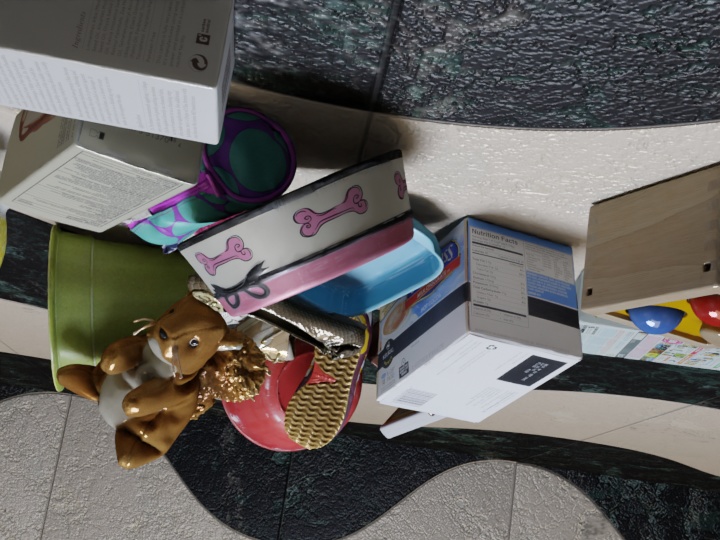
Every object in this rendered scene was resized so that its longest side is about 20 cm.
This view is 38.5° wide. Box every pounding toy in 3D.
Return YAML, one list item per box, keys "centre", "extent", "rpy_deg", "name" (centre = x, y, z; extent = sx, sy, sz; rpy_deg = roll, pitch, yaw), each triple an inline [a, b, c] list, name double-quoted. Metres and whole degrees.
- centre: [0.325, 0.019, 0.878]
  extent: [0.200, 0.143, 0.184]
  rpy_deg: [16, 163, -26]
  name: "pounding toy"

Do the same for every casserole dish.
- centre: [-0.003, -0.014, 1.046]
  extent: [0.121, 0.039, 0.200]
  rpy_deg: [33, 140, -27]
  name: "casserole dish"

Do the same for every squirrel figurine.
- centre: [-0.197, 0.099, 1.145]
  extent: [0.200, 0.142, 0.187]
  rpy_deg: [0, 135, -53]
  name: "squirrel figurine"

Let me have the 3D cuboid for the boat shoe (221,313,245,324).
- centre: [-0.175, 0.045, 1.375]
  extent: [0.069, 0.071, 0.200]
  rpy_deg: [19, 160, -28]
  name: "boat shoe"

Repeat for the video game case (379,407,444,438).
- centre: [0.131, 0.134, 1.330]
  extent: [0.023, 0.182, 0.200]
  rpy_deg: [50, 146, -5]
  name: "video game case"

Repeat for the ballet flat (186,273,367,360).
- centre: [-0.088, 0.049, 1.077]
  extent: [0.200, 0.046, 0.067]
  rpy_deg: [20, 170, -17]
  name: "ballet flat"

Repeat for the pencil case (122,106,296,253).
- centre: [-0.138, -0.075, 0.888]
  extent: [0.200, 0.092, 0.085]
  rpy_deg: [-17, 106, 55]
  name: "pencil case"

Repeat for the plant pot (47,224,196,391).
- centre: [-0.273, 0.042, 1.256]
  extent: [0.190, 0.201, 0.200]
  rpy_deg: [-2, 167, -10]
  name: "plant pot"

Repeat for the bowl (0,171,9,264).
- centre: [-0.391, -0.068, 0.969]
  extent: [0.108, 0.200, 0.200]
  rpy_deg: [-33, 167, -8]
  name: "bowl"

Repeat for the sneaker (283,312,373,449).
- centre: [-0.028, 0.121, 1.229]
  extent: [0.075, 0.200, 0.090]
  rpy_deg: [26, -154, 9]
  name: "sneaker"

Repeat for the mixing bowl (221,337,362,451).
- centre: [-0.075, 0.146, 1.343]
  extent: [0.200, 0.201, 0.108]
  rpy_deg: [14, 177, -20]
  name: "mixing bowl"

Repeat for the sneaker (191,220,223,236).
- centre: [-0.148, -0.020, 1.109]
  extent: [0.088, 0.082, 0.200]
  rpy_deg: [1, 162, 21]
  name: "sneaker"

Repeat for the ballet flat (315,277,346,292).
- centre: [0.000, 0.000, 1.160]
  extent: [0.200, 0.070, 0.069]
  rpy_deg: [14, 164, -34]
  name: "ballet flat"

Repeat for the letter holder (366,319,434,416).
- centre: [0.085, 0.083, 1.299]
  extent: [0.101, 0.142, 0.200]
  rpy_deg: [42, 178, -5]
  name: "letter holder"

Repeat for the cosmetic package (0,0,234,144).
- centre: [-0.186, -0.149, 0.680]
  extent: [0.200, 0.071, 0.101]
  rpy_deg: [10, 165, -5]
  name: "cosmetic package"

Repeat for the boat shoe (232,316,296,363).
- centre: [-0.100, 0.079, 1.257]
  extent: [0.200, 0.069, 0.074]
  rpy_deg: [-35, 171, 4]
  name: "boat shoe"

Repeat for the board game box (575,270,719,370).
- centre: [0.338, 0.061, 1.177]
  extent: [0.200, 0.064, 0.148]
  rpy_deg: [9, 166, 5]
  name: "board game box"

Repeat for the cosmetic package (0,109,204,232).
- centre: [-0.212, -0.101, 0.838]
  extent: [0.103, 0.087, 0.200]
  rpy_deg: [17, 162, -33]
  name: "cosmetic package"

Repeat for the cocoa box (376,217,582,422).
- centre: [0.118, 0.057, 1.076]
  extent: [0.133, 0.131, 0.200]
  rpy_deg: [14, 149, -21]
  name: "cocoa box"

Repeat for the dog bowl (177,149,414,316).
- centre: [-0.045, -0.027, 0.848]
  extent: [0.200, 0.074, 0.200]
  rpy_deg: [-24, -177, 1]
  name: "dog bowl"
